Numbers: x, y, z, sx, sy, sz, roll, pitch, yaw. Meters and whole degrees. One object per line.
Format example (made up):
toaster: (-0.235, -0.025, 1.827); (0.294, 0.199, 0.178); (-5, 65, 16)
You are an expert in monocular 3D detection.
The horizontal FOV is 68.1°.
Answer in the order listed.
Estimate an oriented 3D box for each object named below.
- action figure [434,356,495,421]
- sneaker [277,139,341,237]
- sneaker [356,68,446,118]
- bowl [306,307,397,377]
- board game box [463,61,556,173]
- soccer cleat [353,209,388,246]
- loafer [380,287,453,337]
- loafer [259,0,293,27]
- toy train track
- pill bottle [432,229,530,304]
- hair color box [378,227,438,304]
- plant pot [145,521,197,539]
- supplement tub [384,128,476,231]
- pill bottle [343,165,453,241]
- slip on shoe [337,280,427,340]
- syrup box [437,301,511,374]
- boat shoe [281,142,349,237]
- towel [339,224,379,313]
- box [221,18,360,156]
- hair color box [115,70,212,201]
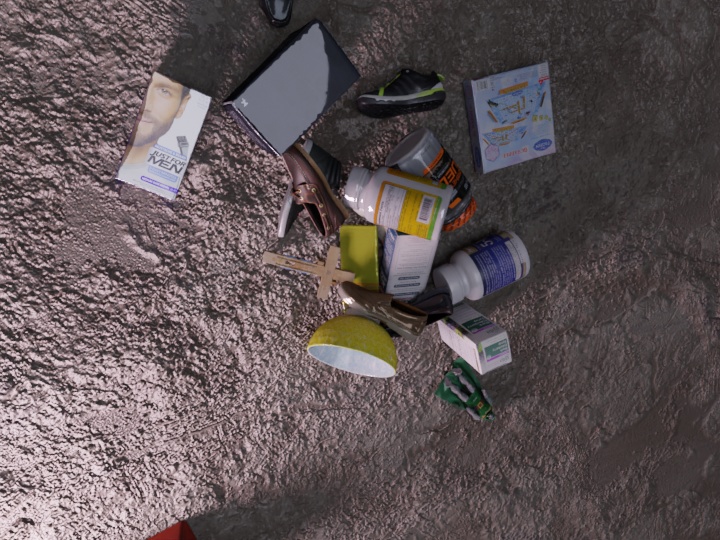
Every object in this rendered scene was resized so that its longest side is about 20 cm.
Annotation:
action figure: (0.283, 0.321, 1.344); (0.118, 0.055, 0.200); (-48, 117, -5)
sneaker: (-0.099, -0.151, 1.076); (0.098, 0.071, 0.203); (20, 93, -17)
sneaker: (0.082, -0.370, 1.097); (0.197, 0.072, 0.084); (-10, 83, -17)
bowl: (-0.007, 0.146, 1.143); (0.198, 0.199, 0.109); (27, 65, -23)
board game box: (0.337, -0.341, 1.193); (0.197, 0.041, 0.202); (-17, 108, -14)
soccer cleat: (0.055, -0.093, 1.149); (0.198, 0.069, 0.078); (26, 99, -25)
loafer: (0.117, 0.110, 1.176); (0.199, 0.064, 0.072); (-34, 145, 25)
loafer: (-0.154, -0.549, 0.954); (0.067, 0.070, 0.204); (-8, 106, -16)
toy train track: (-0.109, -0.009, 1.133); (0.197, 0.033, 0.116); (14, 102, -14)
pill bottle: (0.272, -0.002, 1.217); (0.198, 0.120, 0.121); (-24, 110, -12)
hair color box: (0.097, -0.013, 1.146); (0.098, 0.061, 0.202); (-4, 130, -18)
plant pot: (-0.424, 0.710, 1.133); (0.198, 0.176, 0.202); (-25, 110, -11)
supplement tub: (0.153, -0.187, 1.127); (0.123, 0.122, 0.200); (-45, 113, -3)
pill bottle: (0.072, -0.137, 1.039); (0.197, 0.111, 0.113); (18, 99, 8)
slip on shoe: (0.048, 0.071, 1.113); (0.199, 0.076, 0.061); (33, 116, 2)
syrup box: (0.252, 0.147, 1.205); (0.078, 0.200, 0.082); (-21, 110, -11)
boat shoe: (-0.093, -0.147, 1.003); (0.070, 0.070, 0.201); (-44, 125, -12)
towel: (0.000, 0.000, 1.155); (0.085, 0.018, 0.203); (2, 108, 14)
box: (-0.132, -0.322, 0.953); (0.200, 0.197, 0.124); (-45, 113, -2)
hair color box: (-0.356, -0.242, 0.970); (0.108, 0.065, 0.202); (20, 95, -22)
